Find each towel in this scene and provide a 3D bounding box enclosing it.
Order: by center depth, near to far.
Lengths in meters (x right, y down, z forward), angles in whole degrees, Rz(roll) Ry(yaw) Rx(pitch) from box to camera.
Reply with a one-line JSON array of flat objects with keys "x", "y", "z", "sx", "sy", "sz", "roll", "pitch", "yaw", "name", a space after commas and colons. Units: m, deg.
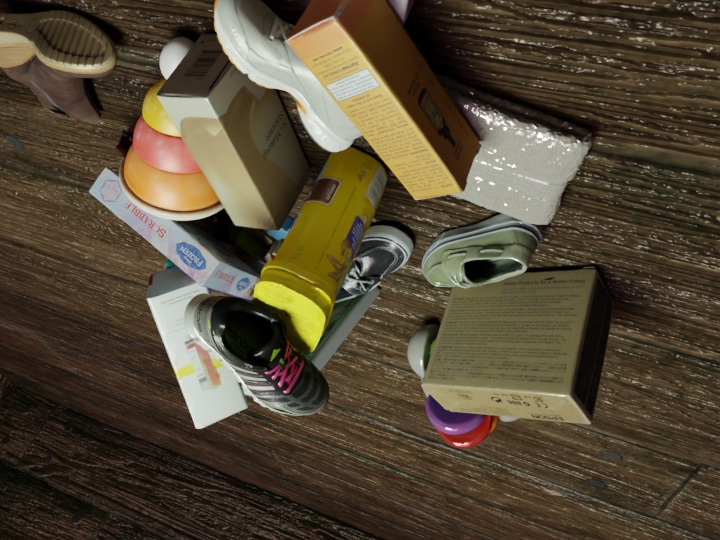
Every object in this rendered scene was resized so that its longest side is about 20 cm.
[{"x": 0.118, "y": -0.121, "z": 0.668, "sx": 0.197, "sy": 0.035, "sz": 0.133, "roll": 22, "pitch": 151, "yaw": 8, "name": "towel"}]

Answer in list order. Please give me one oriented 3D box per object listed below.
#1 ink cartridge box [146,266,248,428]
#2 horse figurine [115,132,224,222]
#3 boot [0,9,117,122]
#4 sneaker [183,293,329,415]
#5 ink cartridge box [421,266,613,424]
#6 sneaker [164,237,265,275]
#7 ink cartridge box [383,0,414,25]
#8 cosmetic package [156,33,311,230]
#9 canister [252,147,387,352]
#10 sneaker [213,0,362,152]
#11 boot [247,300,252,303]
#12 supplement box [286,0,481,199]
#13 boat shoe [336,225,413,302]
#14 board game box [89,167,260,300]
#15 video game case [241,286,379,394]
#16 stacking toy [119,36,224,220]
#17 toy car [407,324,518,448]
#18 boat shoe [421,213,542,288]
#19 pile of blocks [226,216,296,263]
[{"x": -0.238, "y": 0.102, "z": 0.971, "sx": 0.145, "sy": 0.082, "sz": 0.204, "roll": -145, "pitch": 39, "yaw": -69, "name": "ink cartridge box"}, {"x": -0.263, "y": -0.121, "z": 0.917, "sx": 0.198, "sy": 0.050, "sz": 0.133, "roll": 33, "pitch": 176, "yaw": -5, "name": "horse figurine"}, {"x": -0.363, "y": -0.247, "z": 0.840, "sx": 0.196, "sy": 0.073, "sz": 0.167, "roll": 17, "pitch": 161, "yaw": 13, "name": "boot"}, {"x": -0.102, "y": 0.096, "z": 0.732, "sx": 0.200, "sy": 0.074, "sz": 0.087, "roll": 44, "pitch": 153, "yaw": -20, "name": "sneaker"}, {"x": 0.190, "y": 0.088, "z": 0.808, "sx": 0.198, "sy": 0.167, "sz": 0.075, "roll": -4, "pitch": 142, "yaw": 43, "name": "ink cartridge box"}, {"x": -0.233, "y": 0.013, "z": 1.067, "sx": 0.197, "sy": 0.122, "sz": 0.084, "roll": 17, "pitch": 150, "yaw": 15, "name": "sneaker"}, {"x": -0.002, "y": -0.289, "z": 0.491, "sx": 0.117, "sy": 0.042, "sz": 0.201, "roll": 22, "pitch": 153, "yaw": 6, "name": "ink cartridge box"}, {"x": -0.133, "y": -0.150, "z": 0.751, "sx": 0.070, "sy": 0.106, "sz": 0.201, "roll": 10, "pitch": 148, "yaw": 26, "name": "cosmetic package"}, {"x": -0.045, "y": -0.026, "z": 0.776, "sx": 0.085, "sy": 0.202, "sz": 0.149, "roll": 24, "pitch": 151, "yaw": 1, "name": "canister"}, {"x": -0.048, "y": -0.205, "z": 0.642, "sx": 0.091, "sy": 0.077, "sz": 0.199, "roll": -16, "pitch": 138, "yaw": 40, "name": "sneaker"}, {"x": -0.150, "y": 0.062, "z": 1.063, "sx": 0.089, "sy": 0.074, "sz": 0.199, "roll": 1, "pitch": 158, "yaw": -39, "name": "boot"}, {"x": 0.028, "y": -0.153, "z": 0.587, "sx": 0.068, "sy": 0.067, "sz": 0.200, "roll": -8, "pitch": 137, "yaw": 45, "name": "supplement box"}, {"x": 0.000, "y": 0.000, "z": 0.917, "sx": 0.071, "sy": 0.069, "sz": 0.199, "roll": 37, "pitch": 149, "yaw": -19, "name": "boat shoe"}, {"x": -0.240, "y": -0.042, "z": 0.910, "sx": 0.198, "sy": 0.041, "sz": 0.200, "roll": 38, "pitch": 179, "yaw": 12, "name": "board game box"}, {"x": -0.079, "y": 0.105, "z": 1.015, "sx": 0.022, "sy": 0.201, "sz": 0.181, "roll": 50, "pitch": 144, "yaw": -16, "name": "video game case"}, {"x": -0.208, "y": -0.173, "z": 0.779, "sx": 0.144, "sy": 0.147, "sz": 0.202, "roll": 23, "pitch": 134, "yaw": 4, "name": "stacking toy"}, {"x": 0.155, "y": 0.182, "z": 1.000, "sx": 0.172, "sy": 0.152, "sz": 0.201, "roll": 8, "pitch": 146, "yaw": 29, "name": "toy car"}, {"x": 0.132, "y": -0.013, "z": 0.798, "sx": 0.071, "sy": 0.063, "sz": 0.199, "roll": 35, "pitch": 151, "yaw": -15, "name": "boat shoe"}, {"x": -0.127, "y": -0.037, "z": 0.967, "sx": 0.197, "sy": 0.063, "sz": 0.082, "roll": 3, "pitch": 144, "yaw": 34, "name": "pile of blocks"}]
